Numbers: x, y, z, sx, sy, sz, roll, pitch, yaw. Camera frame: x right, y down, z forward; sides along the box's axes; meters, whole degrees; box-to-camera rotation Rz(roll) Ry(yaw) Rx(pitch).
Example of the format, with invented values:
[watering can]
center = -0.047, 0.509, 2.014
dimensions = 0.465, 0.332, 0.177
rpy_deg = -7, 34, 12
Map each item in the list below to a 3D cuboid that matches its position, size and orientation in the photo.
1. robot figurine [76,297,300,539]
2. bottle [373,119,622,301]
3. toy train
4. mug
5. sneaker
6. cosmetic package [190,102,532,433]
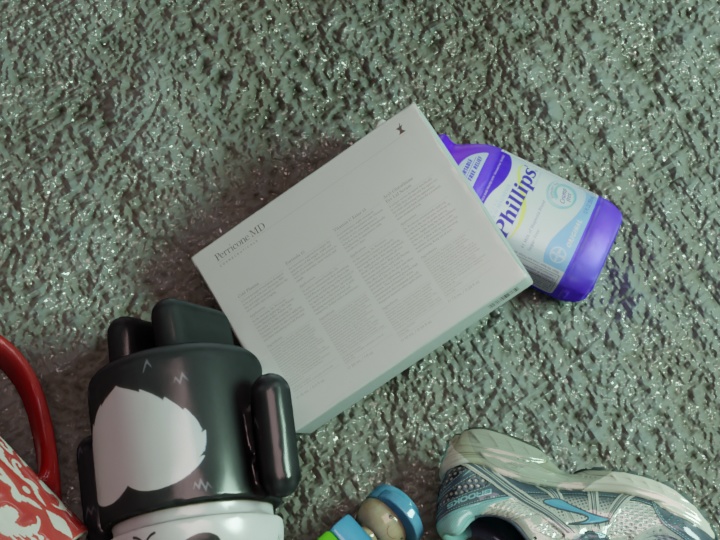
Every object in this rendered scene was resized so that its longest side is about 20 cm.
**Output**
[robot figurine]
center = -0.119, 0.123, 0.891
dimensions = 0.124, 0.150, 0.202
rpy_deg = -3, 70, -20
[bottle]
center = 0.095, -0.052, 1.007
dimensions = 0.199, 0.065, 0.084
rpy_deg = 27, 69, 4
[toy train]
center = 0.039, 0.248, 0.895
dimensions = 0.200, 0.085, 0.116
rpy_deg = 46, 58, 9
[mug]
center = -0.273, 0.128, 0.875
dimensions = 0.200, 0.134, 0.178
rpy_deg = 42, 74, 6
[sneaker]
center = 0.144, 0.183, 0.917
dimensions = 0.198, 0.078, 0.087
rpy_deg = 14, 52, 10
[cosmetic package]
center = 0.000, 0.000, 0.953
dimensions = 0.199, 0.052, 0.151
rpy_deg = -34, 78, 7
